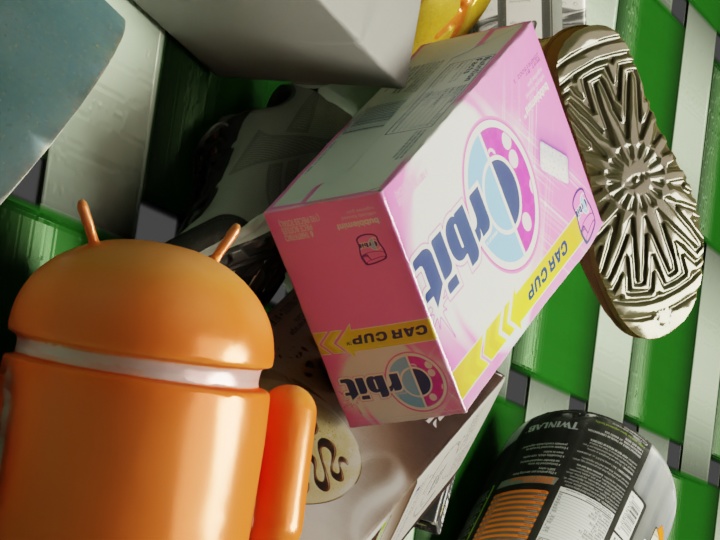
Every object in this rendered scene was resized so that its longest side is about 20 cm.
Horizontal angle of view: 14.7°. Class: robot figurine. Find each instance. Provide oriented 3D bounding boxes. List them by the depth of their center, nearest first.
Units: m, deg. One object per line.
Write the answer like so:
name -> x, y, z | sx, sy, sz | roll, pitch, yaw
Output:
robot figurine -> -0.096, 0.074, 1.166 | 0.117, 0.143, 0.201 | 5, 93, -80

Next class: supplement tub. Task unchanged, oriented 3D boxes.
supplement tub -> 0.116, 0.189, 1.739 | 0.200, 0.122, 0.123 | -58, 146, -49

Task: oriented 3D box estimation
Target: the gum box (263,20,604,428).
gum box -> 0.041, -0.027, 1.326 | 0.200, 0.066, 0.114 | -49, 124, -51

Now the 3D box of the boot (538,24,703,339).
boot -> 0.097, -0.052, 1.510 | 0.066, 0.200, 0.176 | -17, 97, -24

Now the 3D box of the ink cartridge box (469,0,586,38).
ink cartridge box -> 0.096, -0.148, 1.640 | 0.116, 0.068, 0.201 | -92, 180, -71

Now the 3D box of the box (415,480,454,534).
box -> 0.043, 0.060, 1.523 | 0.200, 0.044, 0.161 | 73, 32, -82

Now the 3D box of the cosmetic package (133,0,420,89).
cosmetic package -> -0.049, -0.153, 1.262 | 0.200, 0.106, 0.091 | 36, 62, -68

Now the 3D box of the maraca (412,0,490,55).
maraca -> 0.027, -0.174, 1.450 | 0.200, 0.107, 0.138 | -33, 124, -64

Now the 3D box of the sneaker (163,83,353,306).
sneaker -> -0.057, -0.030, 1.327 | 0.074, 0.079, 0.200 | -55, 172, 34

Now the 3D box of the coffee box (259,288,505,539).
coffee box -> -0.027, 0.091, 1.318 | 0.200, 0.113, 0.080 | -43, 162, -54

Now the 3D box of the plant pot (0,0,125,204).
plant pot -> -0.189, -0.053, 0.854 | 0.135, 0.200, 0.200 | 45, 41, -14

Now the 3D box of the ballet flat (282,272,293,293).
ballet flat -> 0.000, 0.000, 1.487 | 0.200, 0.069, 0.070 | -33, 125, -68
